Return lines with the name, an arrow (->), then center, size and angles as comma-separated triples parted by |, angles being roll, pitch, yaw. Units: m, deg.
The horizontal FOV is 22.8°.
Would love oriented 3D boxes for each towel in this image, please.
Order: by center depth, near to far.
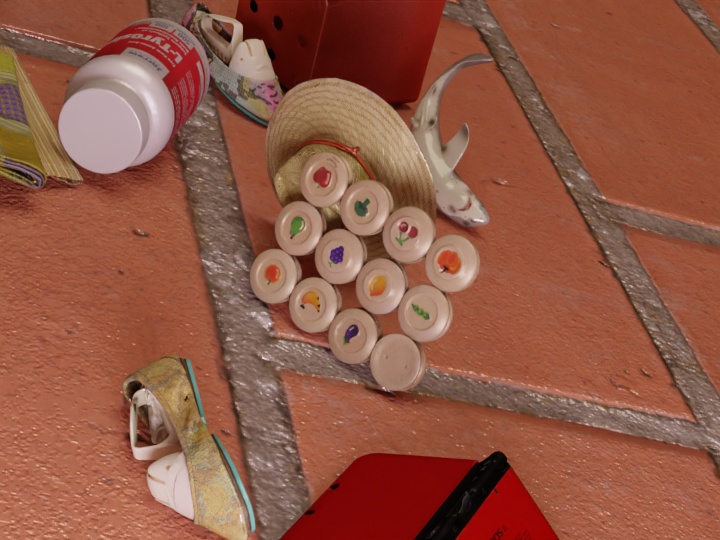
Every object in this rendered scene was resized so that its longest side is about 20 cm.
towel -> -0.359, -0.159, 1.627 | 0.143, 0.023, 0.201 | 23, 29, -36

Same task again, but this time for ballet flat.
ballet flat -> -0.135, 0.137, 1.330 | 0.070, 0.071, 0.200 | 7, 31, -28
ballet flat -> -0.143, -0.240, 2.004 | 0.069, 0.072, 0.200 | -4, 37, -43

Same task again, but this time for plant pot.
plant pot -> -0.037, -0.307, 2.096 | 0.200, 0.201, 0.176 | 37, 41, 28

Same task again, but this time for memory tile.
memory tile -> 0.000, 0.000, 1.586 | 0.199, 0.154, 0.017 | 34, 11, 24

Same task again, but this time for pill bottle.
pill bottle -> -0.226, -0.170, 1.763 | 0.111, 0.113, 0.200 | 23, 26, 1

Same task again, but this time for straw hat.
straw hat -> -0.031, -0.073, 1.670 | 0.200, 0.202, 0.085 | 32, 39, 18

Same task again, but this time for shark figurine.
shark figurine -> 0.089, -0.143, 1.977 | 0.127, 0.217, 0.090 | -1, -20, 15

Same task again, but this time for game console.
game console -> 0.052, 0.225, 1.356 | 0.173, 0.118, 0.200 | 56, 30, -3

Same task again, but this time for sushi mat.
sushi mat -> -0.337, -0.157, 1.705 | 0.095, 0.012, 0.201 | 15, 34, -48
